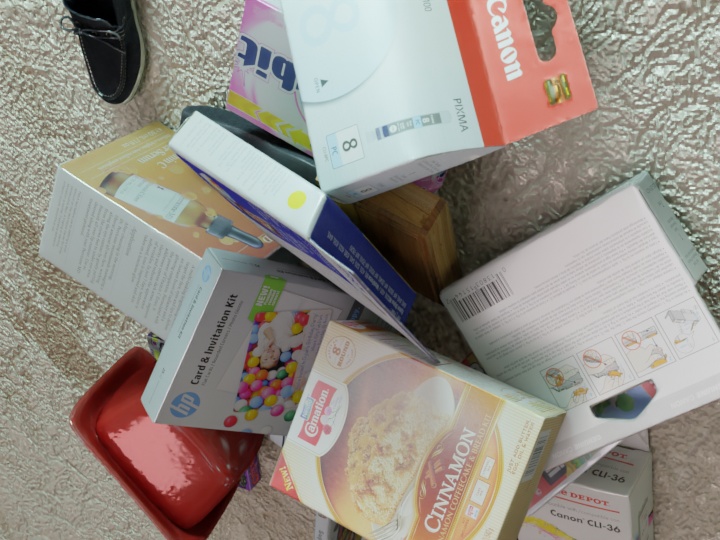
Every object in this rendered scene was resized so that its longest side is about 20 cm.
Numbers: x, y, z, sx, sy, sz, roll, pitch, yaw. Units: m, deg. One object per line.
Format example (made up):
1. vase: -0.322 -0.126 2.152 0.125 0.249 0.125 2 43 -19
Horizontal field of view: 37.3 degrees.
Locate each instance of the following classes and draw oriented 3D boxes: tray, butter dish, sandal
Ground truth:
1. tray: 0.028 -0.030 0.887 0.098 0.037 0.200 29 170 16
2. butter dish: -0.173 0.159 1.132 0.148 0.200 0.200 -36 98 20
3. sandal: -0.079 -0.102 0.963 0.200 0.076 0.043 25 113 32

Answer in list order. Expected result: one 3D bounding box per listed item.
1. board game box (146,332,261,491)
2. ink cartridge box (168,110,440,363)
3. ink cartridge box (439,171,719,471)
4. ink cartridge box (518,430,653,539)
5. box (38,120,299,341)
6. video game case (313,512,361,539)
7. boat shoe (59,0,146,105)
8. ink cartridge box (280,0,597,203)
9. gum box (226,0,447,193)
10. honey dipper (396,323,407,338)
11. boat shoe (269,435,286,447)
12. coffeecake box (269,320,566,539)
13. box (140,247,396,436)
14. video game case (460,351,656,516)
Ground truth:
1. board game box: -0.184 0.165 1.263 0.120 0.032 0.201 11 126 24
2. ink cartridge box: -0.029 -0.025 0.828 0.200 0.047 0.198 33 173 30
3. ink cartridge box: 0.187 0.046 0.858 0.200 0.045 0.177 -32 88 35
4. ink cartridge box: 0.208 0.219 0.995 0.116 0.067 0.201 9 125 31
5. box: -0.173 -0.032 1.015 0.200 0.152 0.107 32 124 11
6. video game case: -0.010 0.224 1.069 0.018 0.143 0.201 19 131 16
7. boat shoe: -0.242 -0.239 0.988 0.074 0.062 0.200 24 133 17
8. ink cartridge box: 0.049 -0.155 0.758 0.199 0.047 0.161 -19 73 23
9. gum box: -0.006 -0.147 0.882 0.200 0.066 0.114 30 133 13
10. honey dipper: 0.000 0.000 1.010 0.038 0.038 0.201 -13 109 40
11. boat shoe: -0.033 0.121 1.069 0.091 0.071 0.201 24 137 13
12. coffeecake box: 0.045 0.148 0.883 0.199 0.073 0.154 23 97 25
13. box: -0.073 0.071 0.945 0.041 0.199 0.156 48 118 49
14. video game case: 0.164 0.104 0.925 0.143 0.017 0.200 50 123 14
